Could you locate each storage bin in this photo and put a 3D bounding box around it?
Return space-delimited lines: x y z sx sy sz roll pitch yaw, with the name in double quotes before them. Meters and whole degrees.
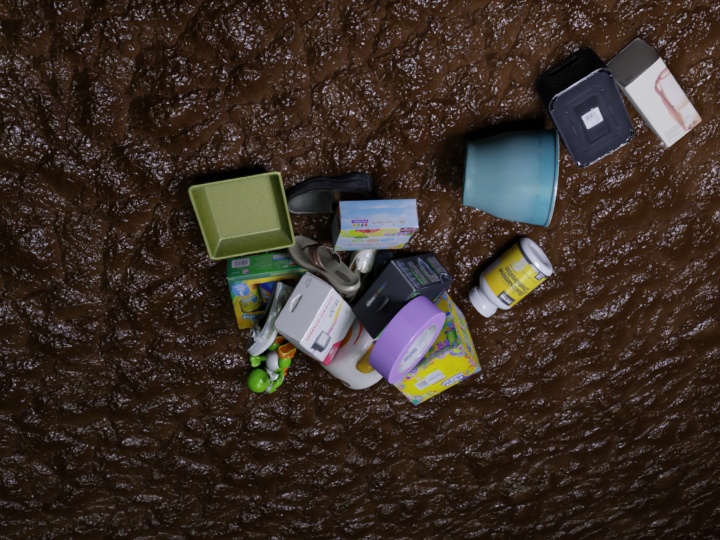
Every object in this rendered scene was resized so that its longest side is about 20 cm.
"storage bin" 0.462 -0.331 1.451 0.133 0.095 0.200 -29 130 16

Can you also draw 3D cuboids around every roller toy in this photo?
"roller toy" -0.016 0.187 1.751 0.180 0.203 0.140 -23 133 28

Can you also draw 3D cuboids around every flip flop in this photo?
"flip flop" -0.080 -0.023 1.579 0.081 0.199 0.058 -35 152 -37

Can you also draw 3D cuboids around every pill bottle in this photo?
"pill bottle" 0.362 0.022 1.725 0.111 0.113 0.200 30 120 -31

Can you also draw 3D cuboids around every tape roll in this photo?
"tape roll" 0.107 0.157 1.601 0.200 0.065 0.202 -44 158 -23

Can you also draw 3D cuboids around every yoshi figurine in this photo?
"yoshi figurine" -0.240 0.253 1.833 0.110 0.114 0.202 18 130 -4

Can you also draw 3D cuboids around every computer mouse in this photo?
"computer mouse" 0.031 0.018 1.677 0.033 0.059 0.201 19 138 -7

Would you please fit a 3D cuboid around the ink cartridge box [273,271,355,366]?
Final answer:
"ink cartridge box" -0.099 0.116 1.616 0.150 0.084 0.200 -60 157 -10

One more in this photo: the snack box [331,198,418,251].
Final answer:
"snack box" 0.026 -0.095 1.528 0.164 0.069 0.200 -3 171 -7

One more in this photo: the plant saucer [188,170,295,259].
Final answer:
"plant saucer" -0.253 -0.128 1.531 0.195 0.048 0.203 -10 132 -2

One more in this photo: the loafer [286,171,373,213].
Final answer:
"loafer" -0.068 -0.157 1.521 0.195 0.073 0.074 -15 132 3

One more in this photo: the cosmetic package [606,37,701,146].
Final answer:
"cosmetic package" 0.599 -0.362 1.442 0.087 0.105 0.199 -40 127 22

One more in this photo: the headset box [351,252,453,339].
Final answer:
"headset box" 0.097 0.058 1.659 0.198 0.093 0.175 -10 145 -54

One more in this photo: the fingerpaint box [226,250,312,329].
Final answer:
"fingerpaint box" -0.206 0.045 1.672 0.195 0.074 0.169 -7 132 -4

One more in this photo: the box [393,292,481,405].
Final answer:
"box" 0.175 0.194 1.788 0.198 0.195 0.122 -31 129 18

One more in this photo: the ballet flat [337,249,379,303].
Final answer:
"ballet flat" 0.000 0.000 1.677 0.066 0.063 0.202 12 127 -21

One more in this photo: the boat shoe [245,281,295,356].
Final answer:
"boat shoe" -0.214 0.112 1.633 0.064 0.075 0.203 27 117 -22

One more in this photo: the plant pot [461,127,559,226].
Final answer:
"plant pot" 0.307 -0.200 1.484 0.183 0.202 0.203 4 132 7
